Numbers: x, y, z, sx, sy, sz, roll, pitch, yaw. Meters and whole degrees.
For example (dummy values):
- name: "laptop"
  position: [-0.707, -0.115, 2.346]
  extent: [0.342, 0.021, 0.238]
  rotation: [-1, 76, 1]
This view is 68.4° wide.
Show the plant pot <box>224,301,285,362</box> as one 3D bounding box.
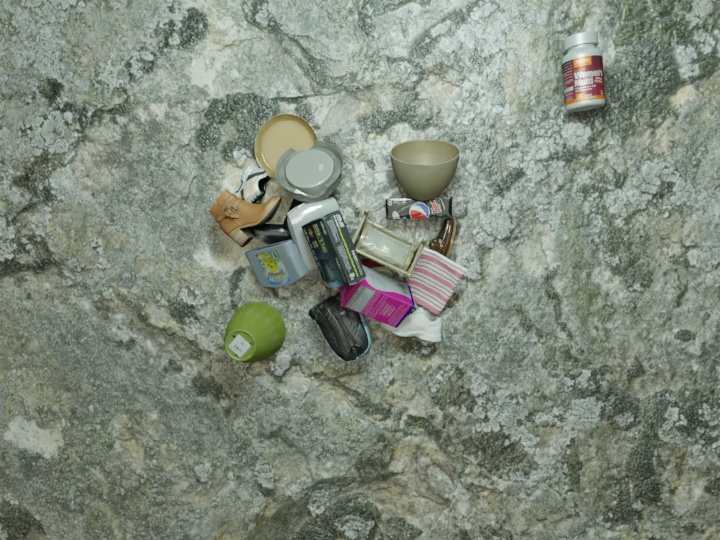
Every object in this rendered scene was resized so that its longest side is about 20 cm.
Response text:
- name: "plant pot"
  position: [-0.338, 0.206, 1.617]
  extent: [0.185, 0.200, 0.189]
  rotation: [0, 97, 3]

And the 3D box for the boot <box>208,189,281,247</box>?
- name: "boot"
  position: [-0.343, -0.187, 1.566]
  extent: [0.200, 0.074, 0.155]
  rotation: [-44, 87, 7]

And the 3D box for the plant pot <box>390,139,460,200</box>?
- name: "plant pot"
  position: [0.186, -0.285, 1.552]
  extent: [0.199, 0.201, 0.135]
  rotation: [0, 123, 3]

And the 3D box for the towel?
- name: "towel"
  position: [0.217, 0.036, 1.607]
  extent: [0.146, 0.030, 0.201]
  rotation: [26, 128, 1]

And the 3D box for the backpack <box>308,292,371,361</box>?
- name: "backpack"
  position: [-0.043, 0.182, 1.635]
  extent: [0.162, 0.154, 0.201]
  rotation: [-31, 69, 0]

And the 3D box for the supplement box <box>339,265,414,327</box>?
- name: "supplement box"
  position: [0.046, 0.073, 1.568]
  extent: [0.199, 0.102, 0.104]
  rotation: [25, 121, -22]

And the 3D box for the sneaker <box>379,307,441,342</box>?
- name: "sneaker"
  position: [0.161, 0.160, 1.654]
  extent: [0.198, 0.078, 0.100]
  rotation: [10, 90, -7]

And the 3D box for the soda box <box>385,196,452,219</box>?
- name: "soda box"
  position: [0.175, -0.190, 1.607]
  extent: [0.198, 0.071, 0.064]
  rotation: [-2, 97, 3]

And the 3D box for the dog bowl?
- name: "dog bowl"
  position: [-0.145, -0.286, 1.550]
  extent: [0.198, 0.059, 0.201]
  rotation: [-3, 60, 6]

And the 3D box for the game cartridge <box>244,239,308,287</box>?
- name: "game cartridge"
  position: [-0.256, -0.015, 1.613]
  extent: [0.199, 0.040, 0.134]
  rotation: [-11, 114, 38]

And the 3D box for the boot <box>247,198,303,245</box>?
- name: "boot"
  position: [-0.231, -0.152, 1.631]
  extent: [0.199, 0.076, 0.169]
  rotation: [24, 101, -7]

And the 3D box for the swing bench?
- name: "swing bench"
  position: [0.075, -0.072, 1.558]
  extent: [0.198, 0.200, 0.131]
  rotation: [25, 88, 1]

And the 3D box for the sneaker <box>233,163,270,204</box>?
- name: "sneaker"
  position: [-0.341, -0.223, 1.624]
  extent: [0.080, 0.074, 0.201]
  rotation: [25, 99, 19]

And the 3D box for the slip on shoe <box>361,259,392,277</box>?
- name: "slip on shoe"
  position: [0.000, 0.000, 1.646]
  extent: [0.198, 0.061, 0.074]
  rotation: [-3, 135, 3]

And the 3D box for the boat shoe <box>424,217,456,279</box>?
- name: "boat shoe"
  position: [0.239, -0.064, 1.617]
  extent: [0.070, 0.070, 0.202]
  rotation: [13, 97, -4]

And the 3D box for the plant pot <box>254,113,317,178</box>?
- name: "plant pot"
  position: [-0.226, -0.377, 1.632]
  extent: [0.198, 0.027, 0.202]
  rotation: [0, 96, 3]

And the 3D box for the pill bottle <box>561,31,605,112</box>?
- name: "pill bottle"
  position: [0.637, -0.567, 1.519]
  extent: [0.109, 0.110, 0.202]
  rotation: [-6, 96, 4]

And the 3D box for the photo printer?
- name: "photo printer"
  position: [-0.126, -0.114, 1.586]
  extent: [0.165, 0.069, 0.201]
  rotation: [-21, 119, -13]

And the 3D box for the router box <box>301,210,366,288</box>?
- name: "router box"
  position: [-0.076, -0.053, 1.465]
  extent: [0.062, 0.150, 0.201]
  rotation: [-26, 97, -29]
